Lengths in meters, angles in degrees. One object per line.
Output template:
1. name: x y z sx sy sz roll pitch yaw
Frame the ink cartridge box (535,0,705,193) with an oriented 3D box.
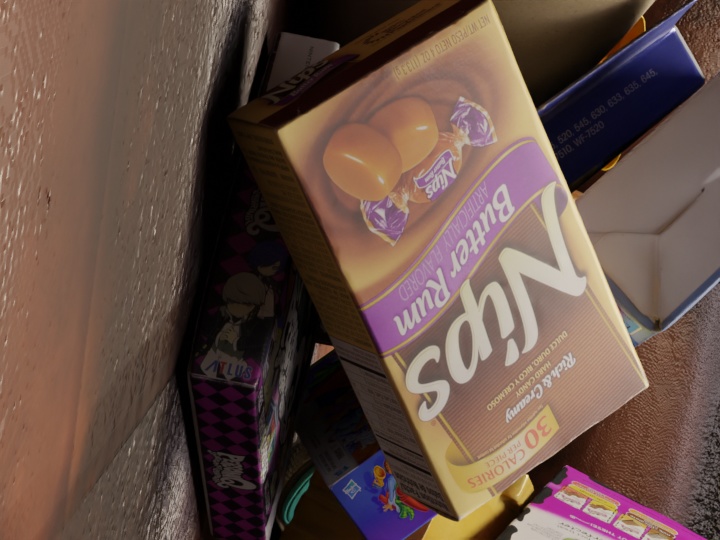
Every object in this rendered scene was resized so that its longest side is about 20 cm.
1. ink cartridge box: 0.080 -0.043 1.016 0.197 0.047 0.200 -36 179 -12

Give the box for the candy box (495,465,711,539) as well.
1. candy box: 0.137 0.189 1.110 0.061 0.136 0.200 -68 165 17

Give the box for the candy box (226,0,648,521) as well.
1. candy box: 0.038 -0.006 0.879 0.056 0.117 0.200 19 -42 60

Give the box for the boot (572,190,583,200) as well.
1. boot: 0.115 -0.039 1.303 0.200 0.188 0.069 21 87 -43

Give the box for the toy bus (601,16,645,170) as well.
1. toy bus: 0.079 -0.154 1.474 0.192 0.199 0.136 36 -57 48

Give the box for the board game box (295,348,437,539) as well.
1. board game box: 0.033 0.065 1.046 0.045 0.134 0.200 55 -3 -14

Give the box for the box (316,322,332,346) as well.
1. box: 0.000 0.000 1.249 0.200 0.075 0.101 25 76 -83

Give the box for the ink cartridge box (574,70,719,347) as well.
1. ink cartridge box: 0.150 -0.023 1.020 0.136 0.076 0.200 -41 178 -10

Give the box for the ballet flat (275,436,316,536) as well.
1. ballet flat: -0.031 0.150 1.358 0.200 0.070 0.065 99 -23 -54

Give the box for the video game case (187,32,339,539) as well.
1. video game case: -0.043 0.015 0.970 0.200 0.036 0.182 92 9 -62

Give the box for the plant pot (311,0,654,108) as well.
1. plant pot: 0.048 -0.139 1.044 0.200 0.187 0.188 118 -9 -45

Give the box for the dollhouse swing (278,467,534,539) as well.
1. dollhouse swing: -0.016 0.171 1.115 0.176 0.181 0.200 39 75 -54
